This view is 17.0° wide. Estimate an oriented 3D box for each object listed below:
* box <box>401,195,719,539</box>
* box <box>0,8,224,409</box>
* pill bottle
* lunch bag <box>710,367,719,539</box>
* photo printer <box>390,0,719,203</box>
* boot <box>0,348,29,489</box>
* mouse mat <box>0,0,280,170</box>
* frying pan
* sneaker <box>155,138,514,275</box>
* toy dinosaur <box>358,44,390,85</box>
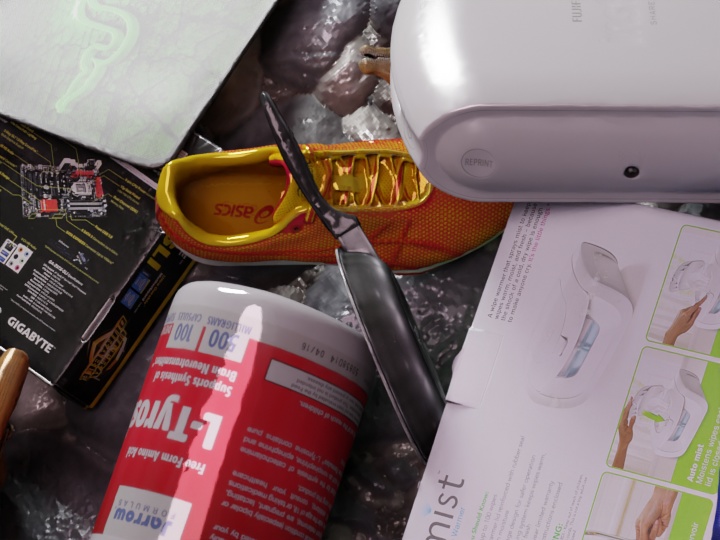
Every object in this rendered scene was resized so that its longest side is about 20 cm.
[{"bbox_3d":[0.135,0.077,1.154,0.176,0.097,0.201,12,76,26],"label":"box"},{"bbox_3d":[-0.183,-0.040,1.355,0.200,0.049,0.160,32,83,29],"label":"box"},{"bbox_3d":[-0.071,0.116,1.215,0.112,0.112,0.201,12,76,25],"label":"pill bottle"},{"bbox_3d":[0.272,0.081,1.050,0.150,0.199,0.095,9,99,42],"label":"lunch bag"},{"bbox_3d":[0.114,-0.103,1.185,0.199,0.070,0.167,1,41,2],"label":"photo printer"},{"bbox_3d":[-0.194,0.116,1.201,0.068,0.189,0.200,18,44,2],"label":"boot"},{"bbox_3d":[-0.127,-0.154,1.363,0.160,0.008,0.200,20,62,24],"label":"mouse mat"},{"bbox_3d":[0.004,0.008,1.202,0.031,0.115,0.191,-22,66,3],"label":"frying pan"},{"bbox_3d":[-0.008,-0.035,1.251,0.199,0.077,0.073,-8,78,-1],"label":"sneaker"},{"bbox_3d":[0.091,-0.155,1.293,0.199,0.058,0.102,-16,82,5],"label":"toy dinosaur"}]
